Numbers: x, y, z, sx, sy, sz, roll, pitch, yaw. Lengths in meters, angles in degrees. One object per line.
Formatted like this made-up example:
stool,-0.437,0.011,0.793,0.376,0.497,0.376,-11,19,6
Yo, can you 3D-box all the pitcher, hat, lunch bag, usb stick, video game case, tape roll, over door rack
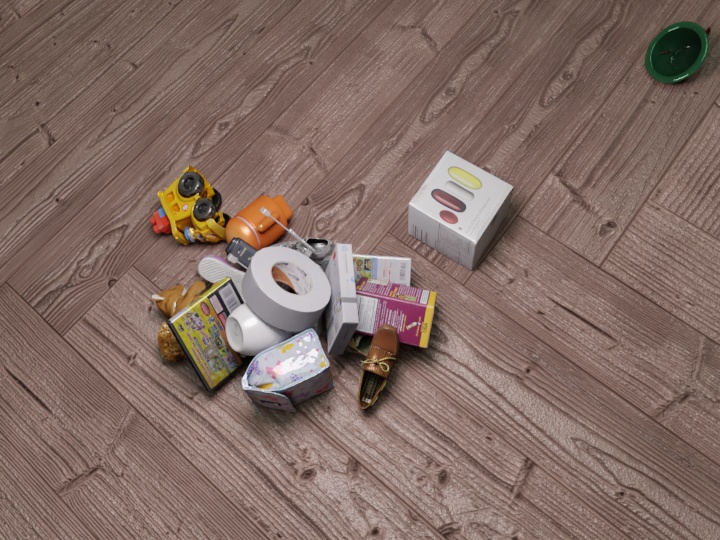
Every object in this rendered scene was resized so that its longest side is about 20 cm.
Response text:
pitcher,-0.223,0.118,1.633,0.197,0.125,0.169,-13,20,-41
hat,0.939,-0.606,2.021,0.199,0.174,0.169,-38,61,28
lunch bag,-0.166,0.245,1.603,0.196,0.171,0.129,-22,67,-9
usb stick,-0.245,-0.011,1.749,0.056,0.198,0.033,-52,24,4
video game case,-0.333,0.149,1.648,0.180,0.204,0.025,-39,28,-28
tape roll,-0.166,0.039,1.587,0.196,0.067,0.203,23,35,-17
over door rack,-0.214,-0.045,1.693,0.149,0.199,0.066,-54,39,-3
video game case,0.025,0.035,1.729,0.194,0.018,0.148,4,103,7

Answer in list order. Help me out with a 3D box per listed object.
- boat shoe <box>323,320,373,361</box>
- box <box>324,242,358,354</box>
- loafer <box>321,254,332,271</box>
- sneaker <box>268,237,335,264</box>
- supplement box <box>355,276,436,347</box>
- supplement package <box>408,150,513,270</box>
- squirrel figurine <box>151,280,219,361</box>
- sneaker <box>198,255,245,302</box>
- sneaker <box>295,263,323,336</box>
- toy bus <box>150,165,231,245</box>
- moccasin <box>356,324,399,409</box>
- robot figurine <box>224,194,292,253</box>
boat shoe,-0.001,0.165,1.681,0.197,0.074,0.076,30,69,18
box,-0.048,0.066,1.611,0.040,0.157,0.205,2,58,-16
loafer,0.000,0.000,1.778,0.195,0.073,0.064,19,46,6
sneaker,-0.155,-0.058,1.802,0.194,0.083,0.077,-7,62,1
supplement box,0.075,0.096,1.656,0.194,0.131,0.106,12,106,8
supplement package,0.250,-0.152,1.779,0.197,0.148,0.193,30,69,17
squirrel figurine,-0.432,0.117,1.712,0.182,0.143,0.203,15,62,19
sneaker,-0.317,0.023,1.783,0.199,0.114,0.073,39,91,-12
sneaker,-0.127,0.079,1.722,0.073,0.100,0.205,5,65,5
toy bus,-0.454,-0.140,1.852,0.190,0.136,0.202,-33,67,3
moccasin,0.035,0.218,1.591,0.072,0.078,0.205,25,108,5
robot figurine,-0.267,-0.112,1.812,0.142,0.119,0.199,28,55,33
